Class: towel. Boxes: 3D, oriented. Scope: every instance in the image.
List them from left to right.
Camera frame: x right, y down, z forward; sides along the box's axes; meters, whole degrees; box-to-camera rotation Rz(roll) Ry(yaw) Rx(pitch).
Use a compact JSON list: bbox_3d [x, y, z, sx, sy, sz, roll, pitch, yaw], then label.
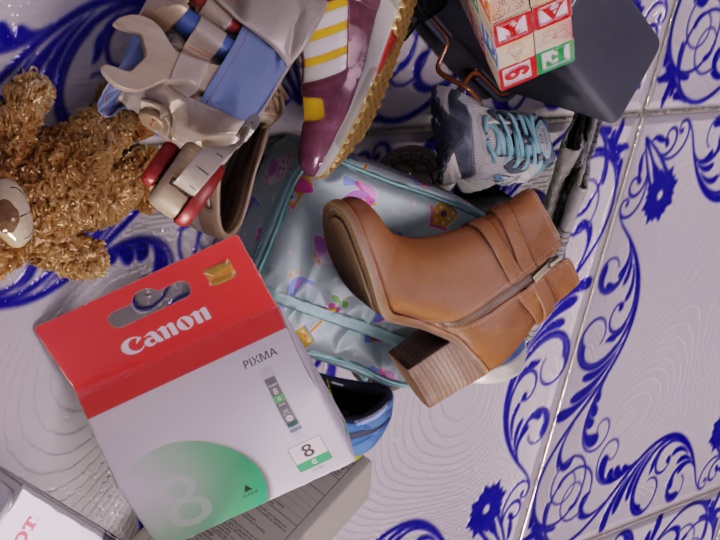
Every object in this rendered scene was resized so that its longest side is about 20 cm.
[{"bbox_3d":[0.181,-0.062,1.657,0.193,0.034,0.201,-62,166,-57],"label":"towel"}]

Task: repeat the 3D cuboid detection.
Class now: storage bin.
[{"bbox_3d":[0.139,-0.193,1.509,0.146,0.134,0.200,-60,145,-6],"label":"storage bin"}]

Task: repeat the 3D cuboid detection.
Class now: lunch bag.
[{"bbox_3d":[0.000,0.000,1.438,0.199,0.077,0.161,20,97,-28],"label":"lunch bag"}]

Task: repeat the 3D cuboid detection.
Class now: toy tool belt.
[{"bbox_3d":[-0.115,-0.131,1.198,0.125,0.122,0.201,-45,-166,52],"label":"toy tool belt"}]

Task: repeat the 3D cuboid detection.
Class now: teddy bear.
[{"bbox_3d":[-0.190,-0.056,1.215,0.199,0.066,0.146,-8,116,-52],"label":"teddy bear"}]

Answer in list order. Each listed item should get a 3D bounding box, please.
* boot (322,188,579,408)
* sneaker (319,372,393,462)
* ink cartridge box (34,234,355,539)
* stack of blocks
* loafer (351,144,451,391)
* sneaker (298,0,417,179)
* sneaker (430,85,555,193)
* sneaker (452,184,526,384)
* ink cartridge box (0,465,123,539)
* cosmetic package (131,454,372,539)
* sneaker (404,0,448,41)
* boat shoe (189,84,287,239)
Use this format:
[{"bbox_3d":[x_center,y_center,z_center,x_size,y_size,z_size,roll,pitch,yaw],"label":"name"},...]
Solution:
[{"bbox_3d":[0.067,-0.013,1.383,0.154,0.074,0.201,-37,129,-9],"label":"boot"},{"bbox_3d":[-0.069,0.101,1.421,0.198,0.066,0.079,4,143,-24],"label":"sneaker"},{"bbox_3d":[-0.112,0.089,1.333,0.160,0.050,0.201,-25,130,3],"label":"ink cartridge box"},{"bbox_3d":[0.082,-0.242,1.325,0.058,0.201,0.115,-22,153,-2],"label":"stack of blocks"},{"bbox_3d":[0.029,-0.005,1.545,0.068,0.075,0.202,-43,145,-75],"label":"loafer"},{"bbox_3d":[-0.019,-0.162,1.303,0.075,0.090,0.201,-51,164,-66],"label":"sneaker"},{"bbox_3d":[0.106,-0.106,1.492,0.200,0.086,0.078,1,85,-77],"label":"sneaker"},{"bbox_3d":[0.098,0.000,1.571,0.200,0.076,0.112,-84,170,-58],"label":"sneaker"},{"bbox_3d":[-0.215,0.240,1.310,0.200,0.083,0.146,39,79,-34],"label":"ink cartridge box"},{"bbox_3d":[-0.092,0.202,1.477,0.200,0.103,0.073,-44,159,-26],"label":"cosmetic package"},{"bbox_3d":[0.014,-0.182,1.361,0.070,0.099,0.201,-89,180,-57],"label":"sneaker"},{"bbox_3d":[-0.079,-0.121,1.321,0.071,0.064,0.202,-1,112,-53],"label":"boat shoe"}]
